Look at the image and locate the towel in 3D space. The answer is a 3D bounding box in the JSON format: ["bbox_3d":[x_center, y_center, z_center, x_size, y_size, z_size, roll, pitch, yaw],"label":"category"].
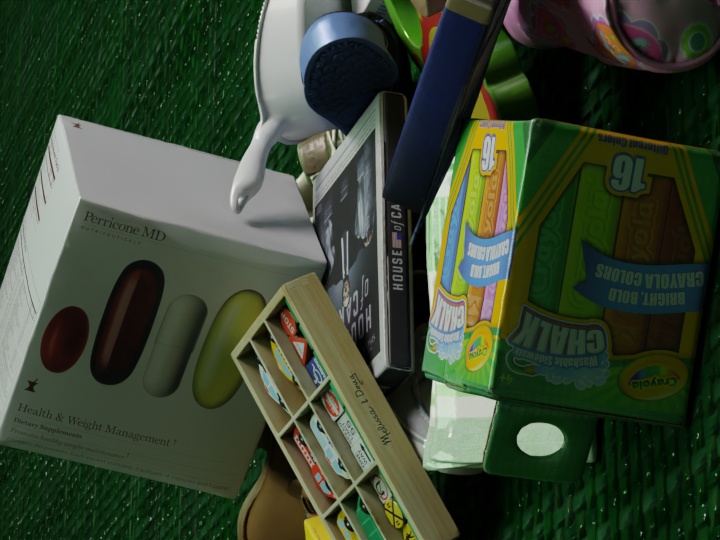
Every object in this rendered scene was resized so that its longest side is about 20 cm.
[{"bbox_3d":[0.091,0.022,1.612,0.152,0.023,0.202,-9,77,50],"label":"towel"}]

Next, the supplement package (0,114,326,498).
[{"bbox_3d":[-0.152,0.027,1.858,0.147,0.190,0.201,-113,41,-61],"label":"supplement package"}]

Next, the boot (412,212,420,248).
[{"bbox_3d":[0.015,0.017,1.888,0.201,0.070,0.145,129,139,-61],"label":"boot"}]

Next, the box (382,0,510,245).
[{"bbox_3d":[0.058,-0.120,1.536,0.201,0.032,0.122,107,-174,-45],"label":"box"}]

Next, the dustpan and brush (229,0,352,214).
[{"bbox_3d":[-0.050,-0.124,1.846,0.140,0.057,0.201,59,-146,-47],"label":"dustpan and brush"}]

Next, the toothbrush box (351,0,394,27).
[{"bbox_3d":[0.049,-0.288,1.874,0.147,0.085,0.201,122,151,-48],"label":"toothbrush box"}]

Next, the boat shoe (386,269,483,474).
[{"bbox_3d":[0.049,0.063,1.738,0.201,0.069,0.072,-109,27,-61],"label":"boat shoe"}]

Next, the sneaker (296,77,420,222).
[{"bbox_3d":[-0.002,-0.082,1.928,0.200,0.089,0.068,126,149,-54],"label":"sneaker"}]

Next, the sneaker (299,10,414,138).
[{"bbox_3d":[-0.006,-0.147,1.780,0.200,0.070,0.078,58,-164,-70],"label":"sneaker"}]

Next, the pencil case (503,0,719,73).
[{"bbox_3d":[0.147,-0.166,1.530,0.200,0.087,0.088,-151,71,-72],"label":"pencil case"}]

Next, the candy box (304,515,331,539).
[{"bbox_3d":[0.003,0.262,1.790,0.200,0.026,0.103,-124,26,-59],"label":"candy box"}]

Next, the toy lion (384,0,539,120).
[{"bbox_3d":[0.061,-0.152,1.704,0.200,0.068,0.193,49,160,57],"label":"toy lion"}]

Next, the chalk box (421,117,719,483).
[{"bbox_3d":[0.116,0.021,1.470,0.124,0.124,0.202,-170,87,-73],"label":"chalk box"}]

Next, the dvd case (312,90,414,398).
[{"bbox_3d":[0.000,0.000,1.767,0.150,0.025,0.202,131,143,-60],"label":"dvd case"}]

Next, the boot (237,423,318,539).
[{"bbox_3d":[-0.018,0.181,1.910,0.155,0.076,0.202,19,118,48],"label":"boot"}]

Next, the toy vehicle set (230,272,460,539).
[{"bbox_3d":[-0.013,0.114,1.720,0.201,0.026,0.124,60,152,13],"label":"toy vehicle set"}]
